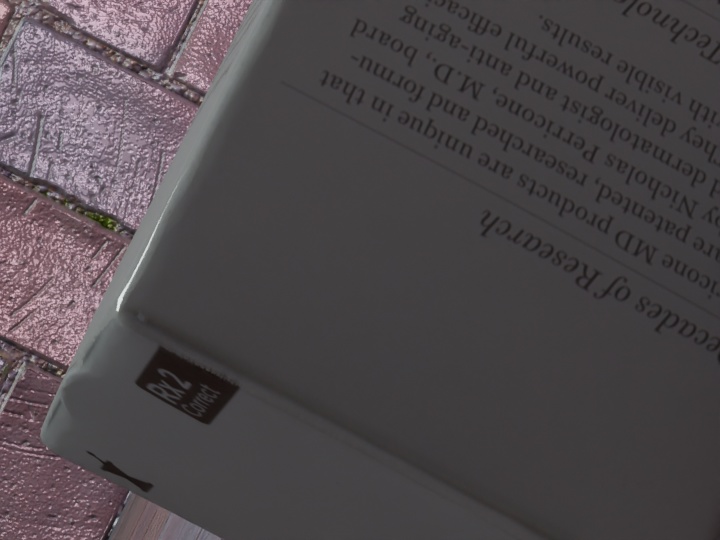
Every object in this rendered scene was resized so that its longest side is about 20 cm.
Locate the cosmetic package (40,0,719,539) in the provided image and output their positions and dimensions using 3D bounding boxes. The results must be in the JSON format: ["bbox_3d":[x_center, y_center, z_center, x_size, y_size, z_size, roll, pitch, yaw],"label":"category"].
[{"bbox_3d":[0.032,-0.015,0.710,0.201,0.165,0.165,-65,5,-19],"label":"cosmetic package"}]
